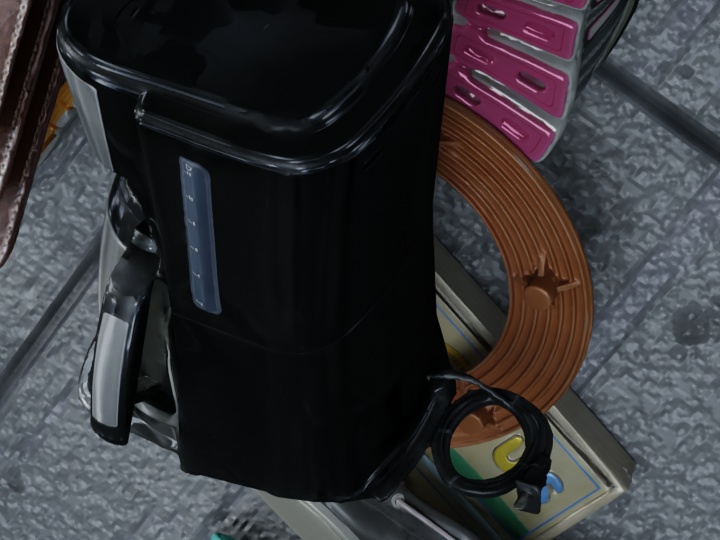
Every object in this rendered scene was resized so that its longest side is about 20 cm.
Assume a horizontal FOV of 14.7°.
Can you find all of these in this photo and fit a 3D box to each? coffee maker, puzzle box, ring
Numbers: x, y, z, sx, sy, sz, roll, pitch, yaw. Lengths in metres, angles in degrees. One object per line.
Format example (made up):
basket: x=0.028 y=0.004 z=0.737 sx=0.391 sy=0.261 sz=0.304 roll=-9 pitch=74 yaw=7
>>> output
coffee maker: x=-0.016 y=-0.020 z=1.058 sx=0.192 sy=0.135 sz=0.200 roll=4 pitch=138 yaw=3
puzzle box: x=0.010 y=0.054 z=1.245 sx=0.133 sy=0.025 sz=0.200 roll=-37 pitch=103 yaw=26
ring: x=0.000 y=0.000 z=1.166 sx=0.200 sy=0.019 sz=0.201 roll=15 pitch=132 yaw=17

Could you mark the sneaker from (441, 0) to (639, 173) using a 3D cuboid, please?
sneaker: x=0.080 y=-0.137 z=1.090 sx=0.074 sy=0.087 sz=0.200 roll=21 pitch=130 yaw=8

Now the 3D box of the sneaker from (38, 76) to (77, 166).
sneaker: x=-0.144 y=-0.094 z=1.179 sx=0.077 sy=0.078 sz=0.200 roll=43 pitch=119 yaw=-3

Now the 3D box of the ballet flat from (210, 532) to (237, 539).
ballet flat: x=0.004 y=0.193 z=1.287 sx=0.200 sy=0.068 sz=0.068 roll=26 pitch=93 yaw=0

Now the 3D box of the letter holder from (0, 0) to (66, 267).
letter holder: x=-0.222 y=-0.079 z=1.057 sx=0.200 sy=0.101 sz=0.142 roll=18 pitch=98 yaw=4

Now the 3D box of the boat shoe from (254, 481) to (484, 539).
boat shoe: x=0.023 y=0.118 z=1.234 sx=0.200 sy=0.067 sz=0.057 roll=42 pitch=74 yaw=-8
